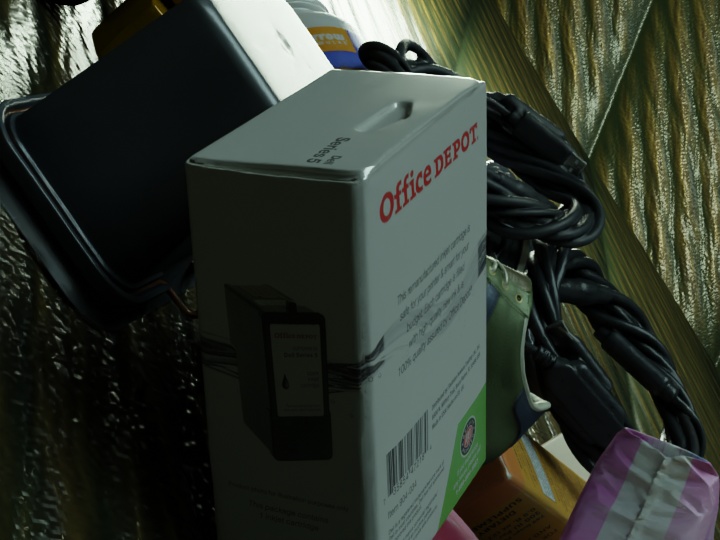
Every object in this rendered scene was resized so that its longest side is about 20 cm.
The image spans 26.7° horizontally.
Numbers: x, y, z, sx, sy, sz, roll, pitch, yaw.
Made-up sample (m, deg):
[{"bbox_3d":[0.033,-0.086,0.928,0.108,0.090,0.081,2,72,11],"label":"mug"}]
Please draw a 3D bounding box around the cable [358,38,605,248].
[{"bbox_3d":[0.075,-0.083,1.015,0.199,0.051,0.164,36,27,-6],"label":"cable"}]

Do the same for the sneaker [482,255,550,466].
[{"bbox_3d":[0.046,0.011,0.807,0.067,0.089,0.202,25,-45,64],"label":"sneaker"}]

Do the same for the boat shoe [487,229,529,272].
[{"bbox_3d":[0.061,-0.009,0.987,0.066,0.074,0.200,55,32,-29],"label":"boat shoe"}]

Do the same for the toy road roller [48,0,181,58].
[{"bbox_3d":[-0.103,-0.186,0.946,0.201,0.145,0.123,51,16,-14],"label":"toy road roller"}]

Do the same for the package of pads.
[{"bbox_3d":[0.157,0.189,0.892,0.075,0.121,0.201,24,-23,21],"label":"package of pads"}]

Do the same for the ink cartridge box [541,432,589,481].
[{"bbox_3d":[0.223,0.233,1.197,0.200,0.084,0.145,50,17,-20],"label":"ink cartridge box"}]

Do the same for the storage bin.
[{"bbox_3d":[-0.082,-0.064,0.781,0.146,0.134,0.200,55,16,-1],"label":"storage bin"}]

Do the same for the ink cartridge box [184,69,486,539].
[{"bbox_3d":[-0.003,0.025,0.683,0.145,0.083,0.203,-42,135,-57],"label":"ink cartridge box"}]

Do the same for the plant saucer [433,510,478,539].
[{"bbox_3d":[0.041,0.198,0.774,0.201,0.051,0.201,50,17,-21],"label":"plant saucer"}]

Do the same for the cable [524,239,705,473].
[{"bbox_3d":[0.169,0.069,1.047,0.200,0.051,0.164,45,30,-20],"label":"cable"}]

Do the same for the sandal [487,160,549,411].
[{"bbox_3d":[0.105,0.007,1.094,0.076,0.043,0.202,29,44,-46],"label":"sandal"}]

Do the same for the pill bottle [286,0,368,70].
[{"bbox_3d":[-0.032,-0.110,1.074,0.112,0.112,0.201,33,27,-55],"label":"pill bottle"}]

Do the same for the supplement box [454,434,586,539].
[{"bbox_3d":[0.109,0.161,1.005,0.200,0.066,0.069,38,23,-47],"label":"supplement box"}]
